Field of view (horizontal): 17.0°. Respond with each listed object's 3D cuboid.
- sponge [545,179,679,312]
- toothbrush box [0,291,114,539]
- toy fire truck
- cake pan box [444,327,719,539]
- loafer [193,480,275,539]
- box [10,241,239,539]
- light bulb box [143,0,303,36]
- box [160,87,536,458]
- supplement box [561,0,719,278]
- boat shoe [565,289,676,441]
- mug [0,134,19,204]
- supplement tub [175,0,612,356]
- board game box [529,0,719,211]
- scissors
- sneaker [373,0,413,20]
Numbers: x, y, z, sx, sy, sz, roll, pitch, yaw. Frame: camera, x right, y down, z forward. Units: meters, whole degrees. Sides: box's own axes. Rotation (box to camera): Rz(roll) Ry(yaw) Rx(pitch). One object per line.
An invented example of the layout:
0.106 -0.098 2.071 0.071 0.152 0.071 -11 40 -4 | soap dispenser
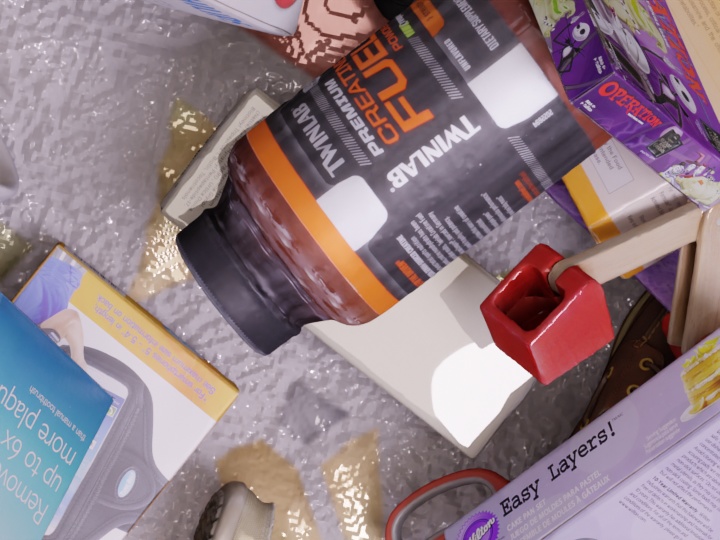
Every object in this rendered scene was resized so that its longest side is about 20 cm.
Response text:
0.196 -0.076 1.210 0.200 0.030 0.112 -46 63 -1 | sponge
-0.219 0.100 1.074 0.201 0.085 0.147 -62 141 -20 | toothbrush box
0.167 0.013 1.140 0.199 0.049 0.141 -36 123 -10 | toy fire truck
0.170 0.132 1.145 0.184 0.053 0.200 -38 129 22 | cake pan box
-0.055 0.203 1.205 0.068 0.076 0.202 3 102 -7 | loafer
-0.167 0.100 1.203 0.119 0.041 0.200 39 86 -6 | box
-0.113 -0.233 1.119 0.199 0.125 0.200 16 91 19 | light bulb box
0.000 0.000 1.201 0.200 0.068 0.082 40 89 -6 | box
0.178 -0.104 1.167 0.199 0.074 0.127 -30 61 8 | supplement box
0.150 0.074 1.219 0.072 0.068 0.201 34 89 -6 | boat shoe
-0.271 -0.061 1.155 0.153 0.187 0.150 -37 129 6 | mug
0.013 -0.047 1.107 0.200 0.107 0.107 -38 96 4 | supplement tub
0.104 -0.131 1.089 0.032 0.120 0.201 -31 53 18 | board game box
0.105 0.107 1.181 0.199 0.014 0.074 -30 71 15 | scissors
0.015 -0.176 1.195 0.199 0.076 0.091 31 95 -4 | sneaker
